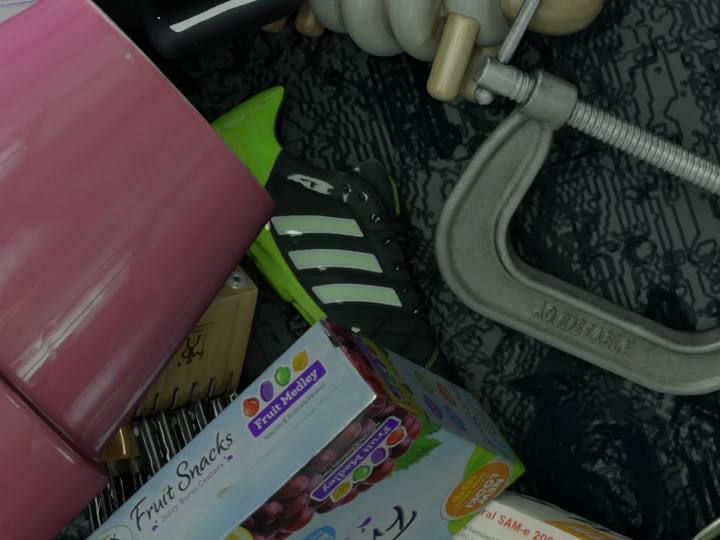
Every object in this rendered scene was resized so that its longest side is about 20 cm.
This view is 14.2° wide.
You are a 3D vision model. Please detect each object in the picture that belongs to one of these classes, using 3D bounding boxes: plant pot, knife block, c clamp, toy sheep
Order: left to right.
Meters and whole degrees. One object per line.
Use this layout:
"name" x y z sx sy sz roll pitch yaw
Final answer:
"plant pot" -0.141 -0.011 1.183 0.179 0.200 0.200 -43 84 -2
"knife block" -0.111 0.053 1.342 0.200 0.064 0.176 48 138 36
"toy sheep" 0.020 -0.157 1.304 0.199 0.138 0.138 22 92 16
"c clamp" 0.124 -0.032 1.288 0.199 0.027 0.171 29 109 -18

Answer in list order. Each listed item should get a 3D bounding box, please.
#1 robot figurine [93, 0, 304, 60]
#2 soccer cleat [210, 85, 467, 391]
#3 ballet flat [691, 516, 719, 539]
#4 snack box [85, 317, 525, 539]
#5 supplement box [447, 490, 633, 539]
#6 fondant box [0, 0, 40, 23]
"robot figurine" -0.086 -0.187 1.245 0.151 0.124 0.201 -59 41 39
"soccer cleat" 0.000 0.000 1.336 0.081 0.068 0.200 -41 83 -7
"ballet flat" 0.218 0.120 1.301 0.199 0.071 0.066 -19 75 4
"snack box" -0.042 0.120 1.248 0.200 0.142 0.053 -43 60 12
"supplement box" 0.072 0.209 1.287 0.126 0.073 0.201 22 93 44
"fondant box" -0.221 -0.125 1.305 0.200 0.058 0.145 -38 72 48
